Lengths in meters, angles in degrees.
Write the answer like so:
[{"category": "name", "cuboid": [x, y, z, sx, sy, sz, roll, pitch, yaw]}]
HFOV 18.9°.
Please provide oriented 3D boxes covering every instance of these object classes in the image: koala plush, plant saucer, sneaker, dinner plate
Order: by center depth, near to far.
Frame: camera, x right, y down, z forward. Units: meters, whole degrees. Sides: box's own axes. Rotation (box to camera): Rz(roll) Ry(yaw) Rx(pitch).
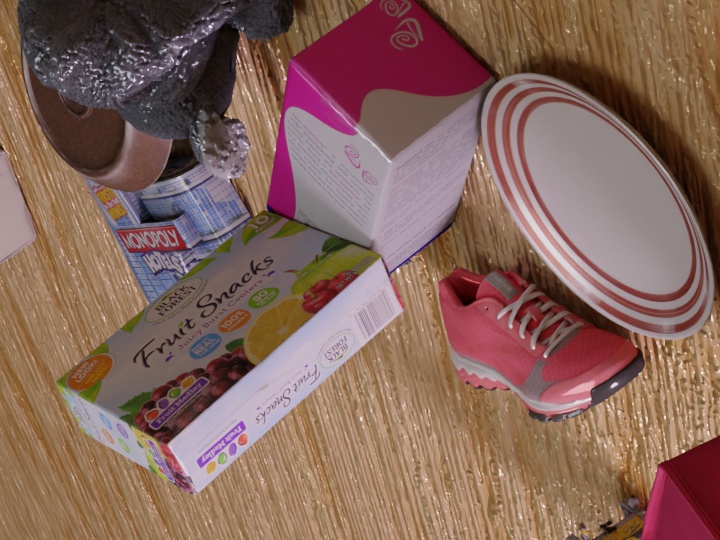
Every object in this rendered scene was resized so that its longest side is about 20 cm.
[{"category": "dinner plate", "cuboid": [0.153, -0.043, 1.366, 0.200, 0.024, 0.201, 42, 154, 26]}, {"category": "sneaker", "cuboid": [0.113, 0.044, 1.502, 0.200, 0.074, 0.087, 12, 133, 57]}, {"category": "koala plush", "cuboid": [-0.151, -0.163, 1.604, 0.177, 0.184, 0.200, 42, 166, 24]}, {"category": "plant saucer", "cuboid": [-0.231, -0.158, 1.833, 0.200, 0.034, 0.201, 28, 129, 40]}]

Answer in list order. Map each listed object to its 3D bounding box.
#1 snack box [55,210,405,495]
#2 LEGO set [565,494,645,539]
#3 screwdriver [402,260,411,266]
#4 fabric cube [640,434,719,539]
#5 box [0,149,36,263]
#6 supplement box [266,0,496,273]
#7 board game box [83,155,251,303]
[{"category": "snack box", "cuboid": [-0.088, 0.051, 1.470, 0.142, 0.200, 0.053, 20, 143, 49]}, {"category": "LEGO set", "cuboid": [0.176, 0.251, 1.559, 0.116, 0.199, 0.154, 64, 175, -22]}, {"category": "screwdriver", "cuboid": [0.000, 0.000, 1.711, 0.029, 0.028, 0.200, 28, 166, -25]}, {"category": "fabric cube", "cuboid": [0.281, 0.183, 1.175, 0.197, 0.198, 0.200, 56, 161, 27]}, {"category": "box", "cuboid": [-0.461, -0.091, 2.335, 0.200, 0.109, 0.128, 33, 150, 39]}, {"category": "supplement box", "cuboid": [0.010, -0.084, 1.476, 0.101, 0.103, 0.200, 46, 158, 15]}, {"category": "board game box", "cuboid": [-0.166, -0.042, 1.915, 0.201, 0.062, 0.200, 58, 156, -15]}]
